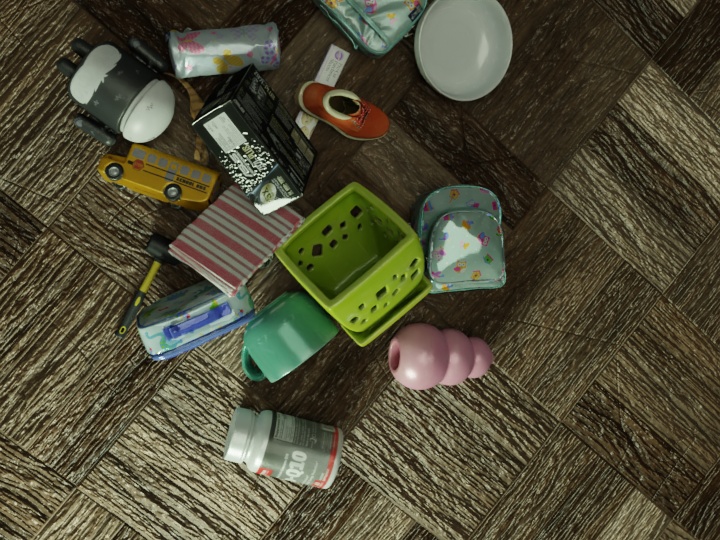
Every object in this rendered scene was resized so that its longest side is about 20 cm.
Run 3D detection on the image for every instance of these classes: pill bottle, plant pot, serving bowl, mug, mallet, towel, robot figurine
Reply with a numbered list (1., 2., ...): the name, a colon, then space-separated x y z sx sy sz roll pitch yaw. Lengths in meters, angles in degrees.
1. pill bottle: -0.141 0.320 1.518 0.199 0.114 0.114 16 91 -11
2. plant pot: 0.000 0.000 1.469 0.199 0.200 0.182 -40 139 -7
3. serving bowl: 0.181 -0.417 1.542 0.200 0.066 0.201 -6 106 -24
4. mug: -0.145 0.118 1.484 0.185 0.152 0.115 -36 92 -5
5. mallet: -0.378 0.034 1.496 0.066 0.041 0.200 20 95 -14
6. towel: -0.211 -0.061 1.429 0.146 0.030 0.200 34 61 14
7. robot figurine: -0.412 -0.307 1.417 0.200 0.125 0.150 36 128 -6

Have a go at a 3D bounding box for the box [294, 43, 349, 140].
1. box: -0.081 -0.314 1.523 0.041 0.039 0.200 26 89 -14

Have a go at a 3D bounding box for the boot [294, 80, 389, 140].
1. boot: -0.011 -0.278 1.486 0.200 0.107 0.075 14 94 -38

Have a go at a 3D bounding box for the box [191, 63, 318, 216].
1. box: -0.173 -0.222 1.412 0.086 0.164 0.200 -25 118 24

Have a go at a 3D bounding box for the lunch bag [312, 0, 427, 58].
1. lunch bag: 0.014 -0.490 1.509 0.200 0.077 0.160 43 85 -11

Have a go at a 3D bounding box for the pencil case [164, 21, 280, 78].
1. pencil case: -0.239 -0.388 1.467 0.199 0.091 0.083 -6 135 -9

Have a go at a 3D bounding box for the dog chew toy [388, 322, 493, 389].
1. dog chew toy: 0.156 0.162 1.566 0.199 0.125 0.125 4 93 -19

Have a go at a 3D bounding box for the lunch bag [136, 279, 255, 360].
1. lunch bag: -0.286 0.079 1.446 0.200 0.161 0.083 -25 104 -13

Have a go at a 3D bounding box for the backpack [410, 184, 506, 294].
1. backpack: 0.180 -0.061 1.537 0.175 0.153 0.201 -4 87 -6

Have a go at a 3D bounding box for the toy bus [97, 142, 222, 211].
1. toy bus: -0.350 -0.163 1.455 0.199 0.065 0.078 19 79 0

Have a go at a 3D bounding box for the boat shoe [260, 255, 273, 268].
1. boat shoe: -0.185 -0.033 1.489 0.200 0.072 0.071 -19 67 -19

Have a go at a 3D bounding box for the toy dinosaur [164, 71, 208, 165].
1. toy dinosaur: -0.279 -0.283 1.468 0.106 0.060 0.200 -2 64 -41
